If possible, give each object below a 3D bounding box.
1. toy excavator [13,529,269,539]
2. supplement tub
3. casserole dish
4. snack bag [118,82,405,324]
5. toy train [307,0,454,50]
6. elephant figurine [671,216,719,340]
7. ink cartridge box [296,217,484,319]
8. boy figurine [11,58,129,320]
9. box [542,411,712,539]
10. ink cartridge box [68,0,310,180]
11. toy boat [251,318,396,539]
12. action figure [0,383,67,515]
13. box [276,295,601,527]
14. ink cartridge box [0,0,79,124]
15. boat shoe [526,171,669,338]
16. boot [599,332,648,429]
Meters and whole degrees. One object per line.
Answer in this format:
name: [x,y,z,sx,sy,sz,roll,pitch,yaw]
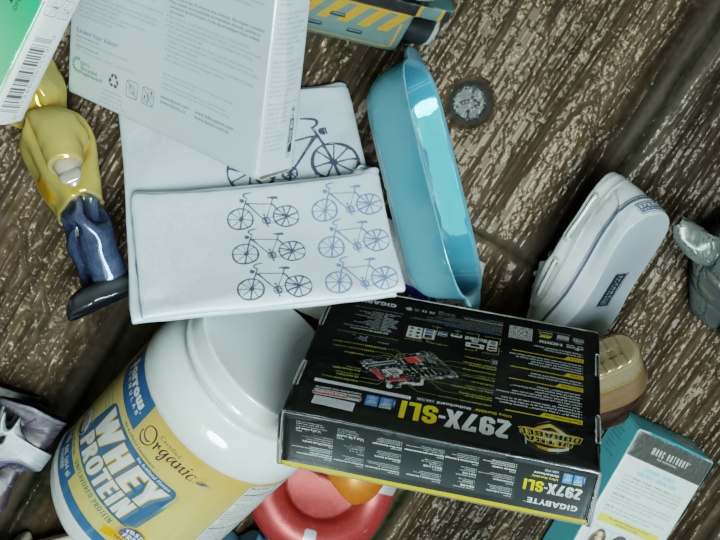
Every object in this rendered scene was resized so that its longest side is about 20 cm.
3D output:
toy excavator: [-0.171,0.256,0.887,0.194,0.100,0.200,-39,95,2]
supplement tub: [-0.122,0.120,0.791,0.144,0.145,0.200,36,118,-17]
casserole dish: [0.047,-0.064,0.795,0.039,0.121,0.202,-14,91,17]
snack bag: [-0.076,-0.058,0.764,0.187,0.201,0.021,-5,149,-9]
toy train: [-0.017,-0.215,0.752,0.199,0.086,0.114,7,144,-24]
elephant figurine: [0.371,-0.022,0.876,0.200,0.155,0.142,-41,65,-6]
ink cartridge box: [0.000,0.000,0.830,0.199,0.037,0.095,25,58,-17]
boy figurine: [-0.216,-0.069,0.760,0.064,0.124,0.201,-24,93,-19]
box: [0.223,0.230,0.954,0.082,0.049,0.201,25,101,-15]
ink cartridge box: [-0.116,-0.186,0.700,0.040,0.199,0.201,-25,132,-46]
toy boat: [-0.013,0.142,0.848,0.130,0.131,0.201,20,102,-14]
action figure: [-0.298,0.192,0.827,0.069,0.130,0.201,21,86,-27]
box: [0.059,0.083,0.712,0.198,0.160,0.050,10,122,6]
ink cartridge box: [-0.276,-0.215,0.698,0.199,0.050,0.162,32,103,7]
boat shoe: [0.176,0.011,0.873,0.073,0.066,0.201,3,130,-39]
boot: [0.133,0.119,0.859,0.199,0.073,0.167,-17,153,0]
